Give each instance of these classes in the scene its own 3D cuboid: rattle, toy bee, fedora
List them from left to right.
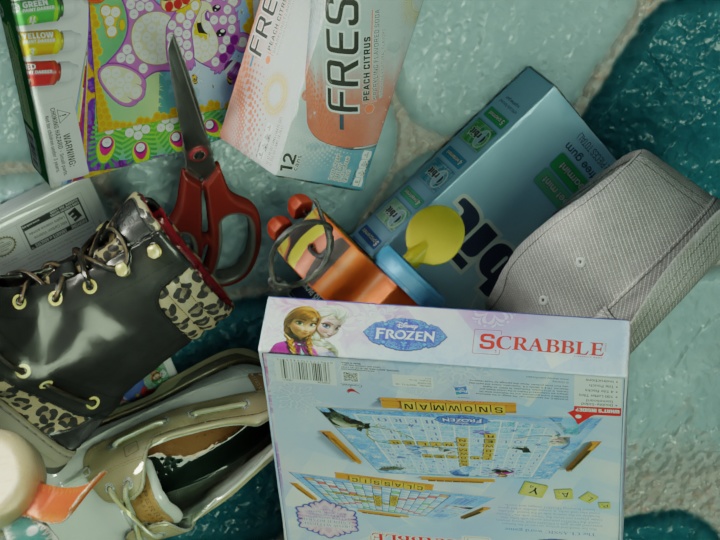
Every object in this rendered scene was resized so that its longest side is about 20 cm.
[{"bbox_3d":[-0.206,0.142,1.570,0.199,0.131,0.143,-3,140,19],"label":"rattle"},{"bbox_3d":[0.000,0.000,1.634,0.130,0.109,0.201,-30,133,-12],"label":"toy bee"},{"bbox_3d":[0.137,0.004,1.656,0.090,0.177,0.200,42,130,4],"label":"fedora"}]

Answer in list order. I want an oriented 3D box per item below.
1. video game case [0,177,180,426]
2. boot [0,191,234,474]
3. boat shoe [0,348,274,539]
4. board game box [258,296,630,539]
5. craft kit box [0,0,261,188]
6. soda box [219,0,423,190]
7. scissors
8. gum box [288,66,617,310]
[{"bbox_3d":[-0.186,0.056,1.664,0.143,0.018,0.201,-27,119,-9],"label":"video game case"},{"bbox_3d":[-0.175,0.009,1.587,0.150,0.073,0.200,-37,124,5],"label":"boot"},{"bbox_3d":[-0.128,0.120,1.664,0.200,0.068,0.075,-36,120,-3],"label":"boat shoe"},{"bbox_3d":[0.050,0.095,1.598,0.199,0.041,0.200,4,142,6],"label":"board game box"},{"bbox_3d":[-0.103,-0.166,1.588,0.196,0.049,0.201,-18,118,-16],"label":"craft kit box"},{"bbox_3d":[-0.010,-0.149,1.564,0.063,0.068,0.201,8,106,-36],"label":"soda box"},{"bbox_3d":[-0.085,-0.061,1.615,0.073,0.014,0.201,-5,136,-15],"label":"scissors"},{"bbox_3d":[0.085,0.006,1.733,0.200,0.045,0.170,-44,119,0],"label":"gum box"}]
